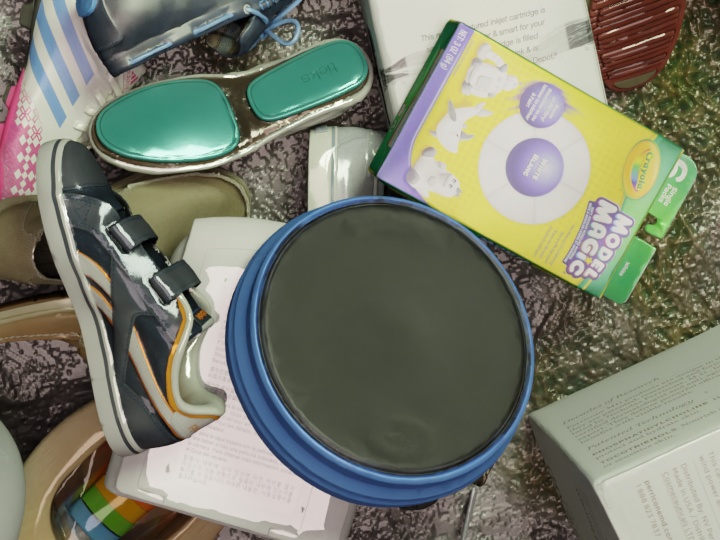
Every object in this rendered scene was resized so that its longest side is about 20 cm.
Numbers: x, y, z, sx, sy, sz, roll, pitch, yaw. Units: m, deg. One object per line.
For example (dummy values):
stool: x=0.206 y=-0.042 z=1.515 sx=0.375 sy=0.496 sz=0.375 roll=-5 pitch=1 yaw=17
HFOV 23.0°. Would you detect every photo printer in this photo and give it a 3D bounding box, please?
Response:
photo printer: x=-0.062 y=0.069 z=1.162 sx=0.166 sy=0.069 sz=0.201 roll=16 pitch=90 yaw=-5

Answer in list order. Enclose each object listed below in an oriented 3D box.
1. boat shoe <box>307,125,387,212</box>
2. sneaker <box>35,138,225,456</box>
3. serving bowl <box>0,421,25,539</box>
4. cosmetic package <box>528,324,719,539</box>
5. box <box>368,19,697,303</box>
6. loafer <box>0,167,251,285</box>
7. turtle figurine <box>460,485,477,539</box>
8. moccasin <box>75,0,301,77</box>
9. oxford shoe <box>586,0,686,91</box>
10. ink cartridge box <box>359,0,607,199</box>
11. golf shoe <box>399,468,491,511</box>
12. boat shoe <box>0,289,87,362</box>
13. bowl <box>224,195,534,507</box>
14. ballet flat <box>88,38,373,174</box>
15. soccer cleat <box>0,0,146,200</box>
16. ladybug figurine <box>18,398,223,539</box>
boat shoe: x=0.000 y=-0.001 z=1.231 sx=0.071 sy=0.070 sz=0.202 roll=-2 pitch=95 yaw=-1
sneaker: x=-0.137 y=0.010 z=1.091 sx=0.079 sy=0.078 sz=0.201 roll=-14 pitch=97 yaw=12
serving bowl: x=-0.288 y=0.185 z=1.174 sx=0.200 sy=0.200 sz=0.066 roll=-49 pitch=124 yaw=2
cosmetic package: x=0.238 y=0.159 z=1.216 sx=0.166 sy=0.200 sz=0.168 roll=-24 pitch=100 yaw=-3
box: x=0.119 y=-0.066 z=1.164 sx=0.199 sy=0.048 sz=0.118 roll=27 pitch=96 yaw=-12
loafer: x=-0.155 y=-0.022 z=1.182 sx=0.199 sy=0.068 sz=0.076 roll=-14 pitch=115 yaw=-29
turtle figurine: x=0.002 y=0.237 z=1.258 sx=0.194 sy=0.200 sz=0.144 roll=-45 pitch=146 yaw=24
moccasin: x=-0.094 y=-0.172 z=1.176 sx=0.199 sy=0.080 sz=0.069 roll=-17 pitch=95 yaw=-26
oxford shoe: x=0.175 y=-0.214 z=1.206 sx=0.070 sy=0.075 sz=0.201 roll=-17 pitch=133 yaw=-7
ink cartridge box: x=0.085 y=-0.136 z=1.214 sx=0.144 sy=0.084 sz=0.201 roll=-14 pitch=101 yaw=-4
golf shoe: x=0.064 y=0.122 z=1.199 sx=0.077 sy=0.200 sz=0.095 roll=4 pitch=116 yaw=19
boat shoe: x=-0.161 y=0.043 z=1.217 sx=0.199 sy=0.074 sz=0.067 roll=-4 pitch=94 yaw=-6
bowl: x=0.016 y=0.046 z=1.103 sx=0.200 sy=0.039 sz=0.202 roll=8 pitch=66 yaw=-18
ballet flat: x=-0.086 y=-0.103 z=1.201 sx=0.199 sy=0.069 sz=0.070 roll=-19 pitch=100 yaw=-13
soccer cleat: x=-0.193 y=-0.112 z=1.188 sx=0.086 sy=0.070 sz=0.201 roll=12 pitch=95 yaw=5
ladybug figurine: x=-0.167 y=0.153 z=1.232 sx=0.200 sy=0.072 sz=0.136 roll=-38 pitch=105 yaw=-1
